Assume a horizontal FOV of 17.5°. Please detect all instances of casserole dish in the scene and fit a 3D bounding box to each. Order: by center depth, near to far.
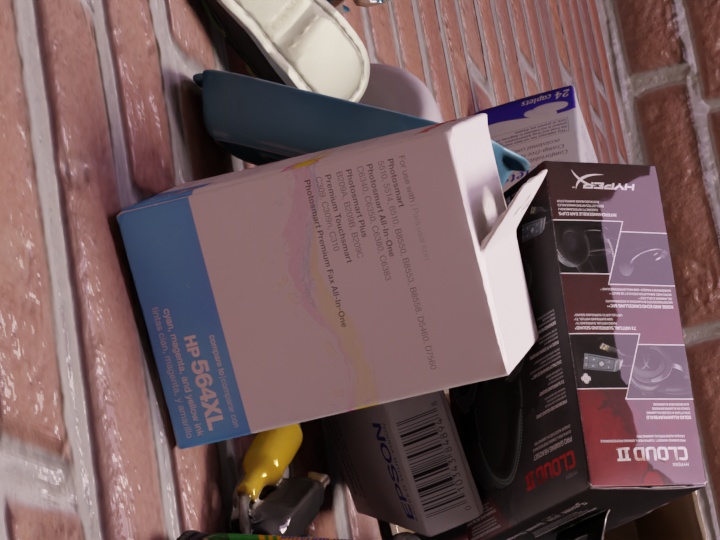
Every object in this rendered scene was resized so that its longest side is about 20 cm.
[{"bbox_3d":[-0.004,-0.069,1.321,0.121,0.199,0.039,34,71,-77],"label":"casserole dish"}]

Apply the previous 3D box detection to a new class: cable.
[{"bbox_3d":[-0.065,0.142,1.179,0.200,0.050,0.098,-37,136,-62],"label":"cable"}]

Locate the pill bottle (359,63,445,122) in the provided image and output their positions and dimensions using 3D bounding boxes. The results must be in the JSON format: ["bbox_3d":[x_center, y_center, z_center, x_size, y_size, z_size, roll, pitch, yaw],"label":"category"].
[{"bbox_3d":[0.024,-0.029,1.515,0.200,0.112,0.113,62,19,-47],"label":"pill bottle"}]

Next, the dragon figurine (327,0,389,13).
[{"bbox_3d":[-0.020,-0.230,1.645,0.200,0.058,0.100,-43,118,-75],"label":"dragon figurine"}]

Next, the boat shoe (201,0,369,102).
[{"bbox_3d":[-0.068,-0.174,1.399,0.072,0.060,0.202,-46,125,-20],"label":"boat shoe"}]

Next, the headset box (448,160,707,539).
[{"bbox_3d":[0.112,0.060,1.291,0.149,0.077,0.201,142,-54,-60],"label":"headset box"}]

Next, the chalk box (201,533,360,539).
[{"bbox_3d":[0.011,0.197,1.134,0.200,0.123,0.125,24,68,-68],"label":"chalk box"}]

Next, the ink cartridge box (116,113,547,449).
[{"bbox_3d":[0.000,0.000,1.190,0.129,0.199,0.126,-35,112,-76],"label":"ink cartridge box"}]

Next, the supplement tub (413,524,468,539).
[{"bbox_3d":[0.071,0.258,1.434,0.107,0.106,0.201,-7,83,-77],"label":"supplement tub"}]

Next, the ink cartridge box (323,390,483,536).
[{"bbox_3d":[-0.007,0.049,1.363,0.198,0.043,0.200,71,-17,-5],"label":"ink cartridge box"}]

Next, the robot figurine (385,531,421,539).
[{"bbox_3d":[0.069,0.238,1.323,0.200,0.113,0.170,43,55,-6],"label":"robot figurine"}]

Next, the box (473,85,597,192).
[{"bbox_3d":[0.176,-0.030,2.154,0.201,0.104,0.185,-89,160,-50],"label":"box"}]

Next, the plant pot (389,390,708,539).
[{"bbox_3d":[0.122,0.163,1.598,0.177,0.199,0.201,7,69,-89],"label":"plant pot"}]
